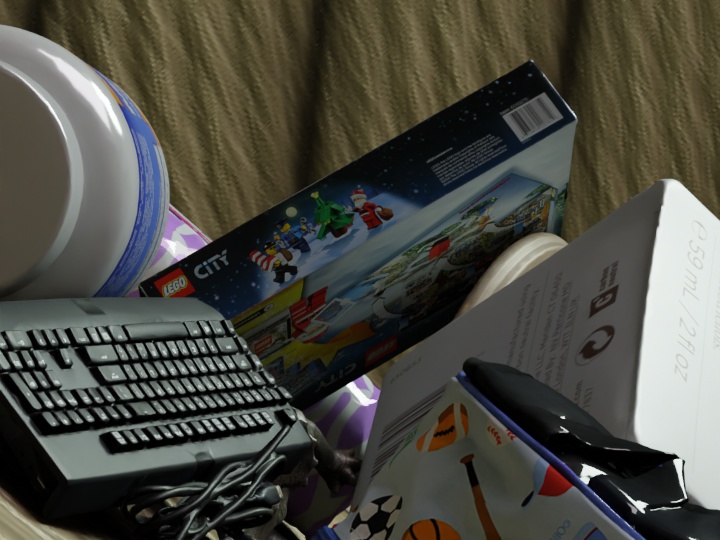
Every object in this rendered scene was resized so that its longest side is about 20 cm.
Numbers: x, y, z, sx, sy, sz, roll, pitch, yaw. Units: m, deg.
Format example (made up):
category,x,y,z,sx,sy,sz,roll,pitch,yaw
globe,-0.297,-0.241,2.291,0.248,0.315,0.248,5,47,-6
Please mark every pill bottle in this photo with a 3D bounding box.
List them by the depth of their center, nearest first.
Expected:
category,x,y,z,sx,sy,sz,roll,pitch,yaw
pill bottle,-0.131,-0.030,1.023,0.112,0.112,0.200,41,0,1

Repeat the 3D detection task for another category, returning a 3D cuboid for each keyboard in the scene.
category,x,y,z,sx,sy,sz,roll,pitch,yaw
keyboard,-0.059,0.044,0.956,0.104,0.040,0.200,57,19,11

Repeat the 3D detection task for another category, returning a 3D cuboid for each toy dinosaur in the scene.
category,x,y,z,sx,sy,sz,roll,pitch,yaw
toy dinosaur,-0.061,0.054,1.126,0.200,0.077,0.102,47,-9,45

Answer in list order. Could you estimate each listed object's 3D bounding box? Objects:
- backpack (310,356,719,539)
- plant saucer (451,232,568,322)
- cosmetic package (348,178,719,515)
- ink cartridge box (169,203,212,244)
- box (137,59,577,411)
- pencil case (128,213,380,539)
category,x,y,z,sx,sy,sz,roll,pitch,yaw
backpack,0.069,0.121,0.849,0.200,0.154,0.191,33,-13,40
plant saucer,0.065,0.082,1.289,0.029,0.201,0.200,18,-9,23
cosmetic package,0.119,0.111,1.102,0.200,0.166,0.168,41,34,-20
ink cartridge box,-0.115,0.003,1.508,0.200,0.075,0.165,40,2,3
box,0.000,0.000,1.255,0.038,0.200,0.137,54,-15,21
pencil case,-0.066,0.039,1.352,0.200,0.084,0.086,41,20,-7
